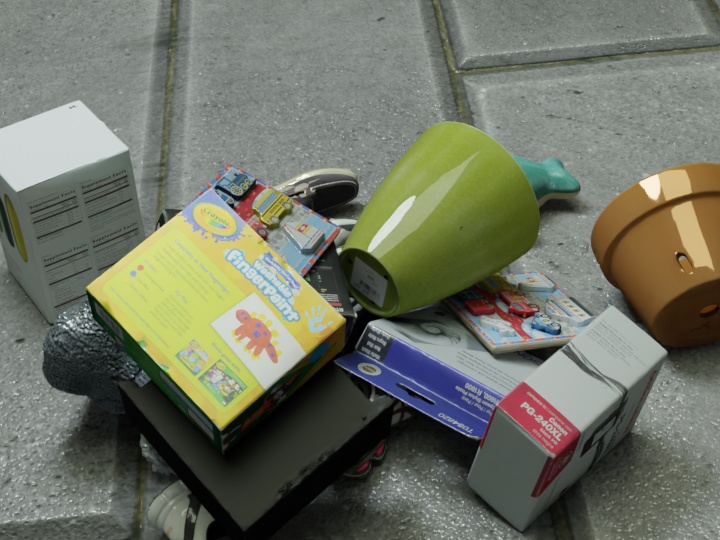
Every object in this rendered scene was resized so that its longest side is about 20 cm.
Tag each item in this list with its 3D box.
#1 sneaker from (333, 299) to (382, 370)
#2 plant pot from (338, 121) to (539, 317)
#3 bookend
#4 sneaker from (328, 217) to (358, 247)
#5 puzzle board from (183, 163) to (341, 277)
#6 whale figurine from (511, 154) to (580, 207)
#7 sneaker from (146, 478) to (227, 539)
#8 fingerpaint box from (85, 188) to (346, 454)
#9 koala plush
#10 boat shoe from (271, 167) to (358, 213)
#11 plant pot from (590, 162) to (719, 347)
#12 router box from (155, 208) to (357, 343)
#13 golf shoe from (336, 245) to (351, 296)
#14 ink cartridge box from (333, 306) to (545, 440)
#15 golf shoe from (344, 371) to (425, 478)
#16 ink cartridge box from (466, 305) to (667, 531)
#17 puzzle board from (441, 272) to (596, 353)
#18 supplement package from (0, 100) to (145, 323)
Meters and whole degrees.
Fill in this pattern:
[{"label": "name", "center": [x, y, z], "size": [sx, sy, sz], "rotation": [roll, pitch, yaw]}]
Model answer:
[{"label": "sneaker", "center": [-0.042, 0.075, 1.670], "size": [0.082, 0.072, 0.200], "rotation": [25, 47, 35]}, {"label": "plant pot", "center": [0.073, -0.039, 1.631], "size": [0.186, 0.188, 0.200], "rotation": [25, 50, 33]}, {"label": "bookend", "center": [-0.105, 0.142, 1.441], "size": [0.198, 0.092, 0.200], "rotation": [-39, 72, -19]}, {"label": "sneaker", "center": [-0.066, -0.001, 1.780], "size": [0.199, 0.074, 0.080], "rotation": [-24, 52, -15]}, {"label": "puzzle board", "center": [-0.125, -0.031, 1.526], "size": [0.150, 0.017, 0.200], "rotation": [29, 43, 8]}, {"label": "whale figurine", "center": [0.187, -0.117, 1.863], "size": [0.198, 0.105, 0.160], "rotation": [-14, 38, -12]}, {"label": "sneaker", "center": [-0.124, 0.230, 1.496], "size": [0.199, 0.074, 0.080], "rotation": [-35, 61, -27]}, {"label": "fingerpaint box", "center": [-0.140, 0.048, 1.394], "size": [0.167, 0.074, 0.200], "rotation": [-41, 72, -21]}, {"label": "koala plush", "center": [-0.229, 0.115, 1.558], "size": [0.200, 0.178, 0.183], "rotation": [40, 20, 15]}, {"label": "boat shoe", "center": [-0.092, -0.081, 1.882], "size": [0.198, 0.072, 0.065], "rotation": [-12, 50, -14]}, {"label": "plant pot", "center": [0.382, -0.007, 1.647], "size": [0.198, 0.201, 0.141], "rotation": [-10, 54, -7]}, {"label": "router box", "center": [-0.117, 0.011, 1.545], "size": [0.198, 0.062, 0.151], "rotation": [3, 45, -20]}, {"label": "golf shoe", "center": [0.000, 0.000, 1.714], "size": [0.199, 0.078, 0.088], "rotation": [-19, -2, -26]}, {"label": "ink cartridge box", "center": [0.103, 0.107, 1.564], "size": [0.199, 0.041, 0.199], "rotation": [27, 22, 27]}, {"label": "golf shoe", "center": [0.020, 0.138, 1.572], "size": [0.077, 0.089, 0.200], "rotation": [11, 39, 21]}, {"label": "ink cartridge box", "center": [0.215, 0.151, 1.474], "size": [0.083, 0.146, 0.199], "rotation": [40, 54, 23]}, {"label": "puzzle board", "center": [0.185, 0.042, 1.665], "size": [0.149, 0.018, 0.200], "rotation": [-6, 23, -17]}, {"label": "supplement package", "center": [-0.371, -0.075, 1.792], "size": [0.150, 0.201, 0.152], "rotation": [-24, 41, -24]}]
